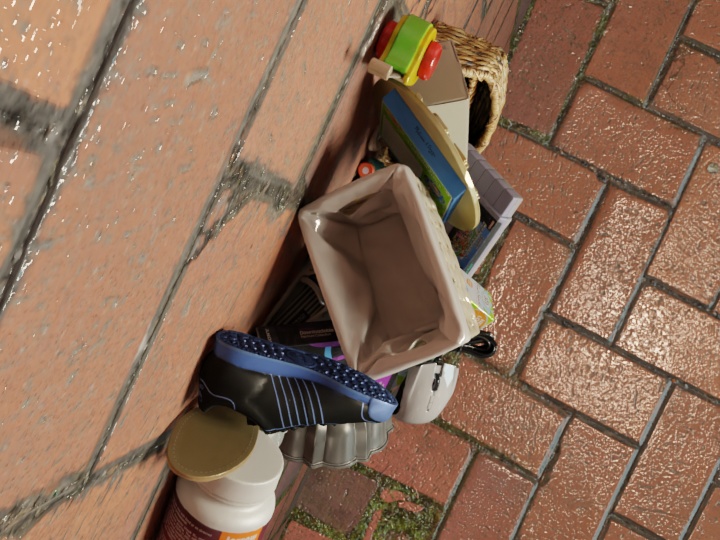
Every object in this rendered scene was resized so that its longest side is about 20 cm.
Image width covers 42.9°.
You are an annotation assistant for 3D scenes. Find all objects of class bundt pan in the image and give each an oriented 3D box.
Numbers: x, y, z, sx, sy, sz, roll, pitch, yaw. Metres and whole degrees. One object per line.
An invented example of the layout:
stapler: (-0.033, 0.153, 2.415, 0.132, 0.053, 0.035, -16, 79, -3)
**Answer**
bundt pan: (-0.047, 0.173, 1.259, 0.202, 0.198, 0.077, -55, 157, -55)

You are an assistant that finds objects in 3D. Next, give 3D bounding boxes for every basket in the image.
basket: (0.037, 0.006, 1.000, 0.134, 0.203, 0.123, -22, 170, 16)
basket: (0.118, -0.214, 1.286, 0.150, 0.141, 0.202, -59, 172, -45)

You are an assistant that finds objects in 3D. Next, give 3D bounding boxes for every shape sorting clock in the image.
shape sorting clock: (0.076, -0.134, 1.056, 0.039, 0.201, 0.200, -34, 170, -6)

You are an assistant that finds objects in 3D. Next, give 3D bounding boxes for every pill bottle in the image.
pill bottle: (-0.160, 0.275, 1.012, 0.202, 0.113, 0.114, -67, 173, 25)

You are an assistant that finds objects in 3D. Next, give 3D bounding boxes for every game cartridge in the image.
game cartridge: (0.132, -0.061, 1.292, 0.038, 0.130, 0.201, 3, 129, -43)

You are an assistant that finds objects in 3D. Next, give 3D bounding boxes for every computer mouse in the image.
computer mouse: (0.093, 0.147, 1.176, 0.202, 0.108, 0.044, 111, -25, -45)

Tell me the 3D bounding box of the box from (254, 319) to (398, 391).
box: (-0.043, 0.116, 1.102, 0.144, 0.196, 0.036, 111, -32, -45)

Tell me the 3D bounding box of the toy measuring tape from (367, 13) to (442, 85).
toy measuring tape: (0.045, -0.230, 0.945, 0.075, 0.073, 0.200, -65, 174, 14)

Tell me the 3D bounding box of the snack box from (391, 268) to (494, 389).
snack box: (0.049, 0.062, 1.161, 0.199, 0.142, 0.053, -37, -148, 28)

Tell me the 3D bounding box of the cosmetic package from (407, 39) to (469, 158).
cosmetic package: (0.094, -0.181, 1.172, 0.201, 0.072, 0.105, 80, -1, -56)

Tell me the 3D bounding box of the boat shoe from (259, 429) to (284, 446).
boat shoe: (-0.126, 0.190, 1.082, 0.071, 0.070, 0.202, -17, 147, -46)

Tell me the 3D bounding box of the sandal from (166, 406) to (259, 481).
sandal: (-0.142, 0.167, 0.923, 0.212, 0.077, 0.070, -66, 180, -63)

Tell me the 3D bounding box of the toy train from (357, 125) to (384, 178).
toy train: (0.000, -0.085, 1.207, 0.202, 0.055, 0.151, -61, 173, -27)

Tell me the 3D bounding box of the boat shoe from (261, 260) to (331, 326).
boat shoe: (-0.044, 0.025, 1.090, 0.201, 0.073, 0.067, -53, 161, -2)

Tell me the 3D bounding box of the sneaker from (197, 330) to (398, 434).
sneaker: (-0.063, 0.125, 0.900, 0.070, 0.197, 0.079, -118, -130, -71)
